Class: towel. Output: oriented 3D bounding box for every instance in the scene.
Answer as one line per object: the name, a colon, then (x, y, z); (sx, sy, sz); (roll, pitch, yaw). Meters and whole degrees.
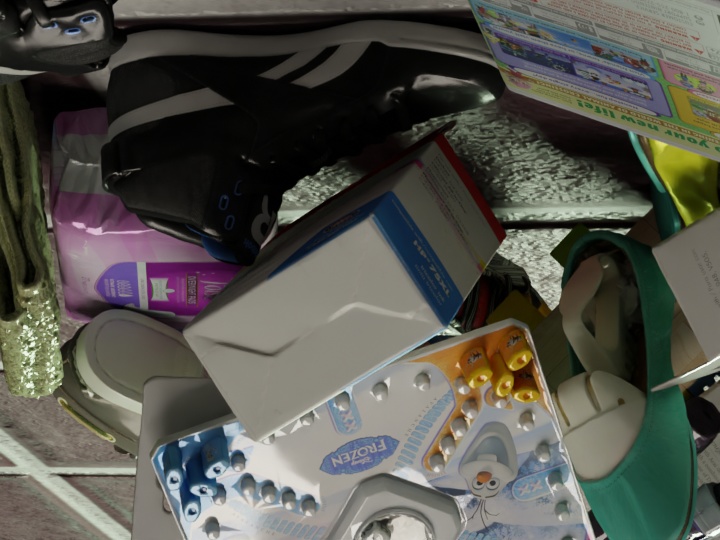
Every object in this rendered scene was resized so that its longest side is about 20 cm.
towel: (-0.177, -0.019, 1.451); (0.036, 0.149, 0.200); (-8, 164, -8)

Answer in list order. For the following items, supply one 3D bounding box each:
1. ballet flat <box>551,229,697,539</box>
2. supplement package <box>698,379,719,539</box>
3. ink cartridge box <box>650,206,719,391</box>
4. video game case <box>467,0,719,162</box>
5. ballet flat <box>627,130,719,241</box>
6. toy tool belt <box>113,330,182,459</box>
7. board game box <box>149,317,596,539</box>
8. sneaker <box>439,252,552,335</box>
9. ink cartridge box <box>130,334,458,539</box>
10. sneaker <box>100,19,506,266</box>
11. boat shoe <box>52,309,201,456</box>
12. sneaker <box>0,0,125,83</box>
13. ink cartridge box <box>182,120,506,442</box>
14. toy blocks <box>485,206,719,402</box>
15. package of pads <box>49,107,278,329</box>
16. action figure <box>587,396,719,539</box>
ballet flat: (0.126, 0.058, 1.428); (0.070, 0.200, 0.067); (32, 129, -28)
supplement package: (0.258, 0.109, 1.628); (0.200, 0.121, 0.120); (-39, 165, 11)
ink cartridge box: (0.226, -0.017, 1.368); (0.200, 0.067, 0.117); (-34, 167, 39)
video game case: (0.137, -0.095, 1.221); (0.200, 0.022, 0.182); (20, 165, 22)
ballet flat: (0.174, -0.054, 1.412); (0.067, 0.067, 0.200); (-13, 159, 7)
toy tool belt: (-0.097, 0.043, 1.716); (0.125, 0.123, 0.200); (-19, -173, -24)
board game box: (0.017, 0.140, 1.435); (0.200, 0.026, 0.200); (-19, 120, 0)
sneaker: (0.057, 0.008, 1.580); (0.082, 0.078, 0.200); (21, 179, 24)
ink cartridge box: (-0.025, 0.096, 1.469); (0.200, 0.115, 0.068); (1, -161, -15)
sneaker: (-0.027, -0.056, 1.355); (0.200, 0.112, 0.073); (-1, 162, 13)
boat shoe: (-0.084, 0.089, 1.593); (0.202, 0.072, 0.060); (30, 143, -23)
sneaker: (-0.168, -0.133, 1.201); (0.112, 0.073, 0.200); (-7, 168, 21)
ink cartridge box: (0.000, 0.000, 1.383); (0.116, 0.067, 0.200); (-32, -173, 20)
toy blocks: (0.158, 0.042, 1.580); (0.100, 0.200, 0.137); (45, -177, 27)
package of pads: (-0.104, -0.026, 1.522); (0.120, 0.076, 0.200); (3, 163, -2)
action figure: (0.132, 0.159, 1.528); (0.200, 0.130, 0.069); (-40, 172, 17)
